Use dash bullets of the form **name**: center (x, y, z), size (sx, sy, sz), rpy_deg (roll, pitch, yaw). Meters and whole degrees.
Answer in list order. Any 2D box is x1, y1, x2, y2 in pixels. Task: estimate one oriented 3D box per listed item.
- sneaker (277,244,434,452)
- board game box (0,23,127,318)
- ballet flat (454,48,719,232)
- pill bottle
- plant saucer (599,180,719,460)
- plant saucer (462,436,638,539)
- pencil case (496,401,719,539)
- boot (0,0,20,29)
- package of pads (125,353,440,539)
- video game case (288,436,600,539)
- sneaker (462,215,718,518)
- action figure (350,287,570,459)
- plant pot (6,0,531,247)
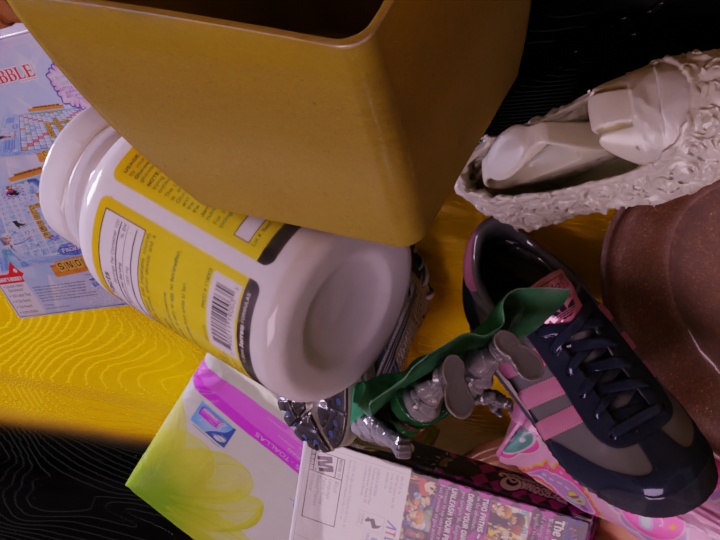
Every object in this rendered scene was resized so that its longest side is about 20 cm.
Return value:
- **sneaker**: center (0.000, 0.000, 1.276), size (0.077, 0.085, 0.201), rpy_deg (25, 118, 37)
- **board game box**: center (-0.184, -0.067, 1.367), size (0.199, 0.041, 0.200), rpy_deg (-7, 123, 39)
- **ballet flat**: center (0.122, -0.063, 1.112), size (0.200, 0.072, 0.072), rpy_deg (-23, 112, 46)
- **pill bottle**: center (-0.079, -0.018, 1.206), size (0.200, 0.112, 0.113), rpy_deg (29, 142, 34)
- **plant saucer**: center (0.218, 0.024, 1.146), size (0.200, 0.037, 0.201), rpy_deg (23, 133, 27)
- **plant saucer**: center (0.119, 0.195, 1.342), size (0.199, 0.037, 0.201), rpy_deg (8, 113, 19)
- **pencil case**: center (0.177, 0.118, 1.240), size (0.200, 0.087, 0.088), rpy_deg (31, 140, 12)
- **boot**: center (-0.169, -0.156, 1.216), size (0.155, 0.077, 0.200), rpy_deg (-25, 106, 29)
- **package of pads**: center (-0.050, 0.123, 1.428), size (0.154, 0.068, 0.200), rpy_deg (38, 141, 2)
- **video game case**: center (0.040, 0.201, 1.334), size (0.181, 0.036, 0.201), rpy_deg (16, 116, 15)
- **sneaker**: center (0.112, 0.048, 1.170), size (0.200, 0.070, 0.082), rpy_deg (45, 160, 41)
- **action figure**: center (0.038, 0.065, 1.176), size (0.055, 0.118, 0.200), rpy_deg (65, 164, 5)
- **plant pot**: center (-0.022, -0.128, 1.087), size (0.199, 0.200, 0.177), rpy_deg (12, 145, 27)
